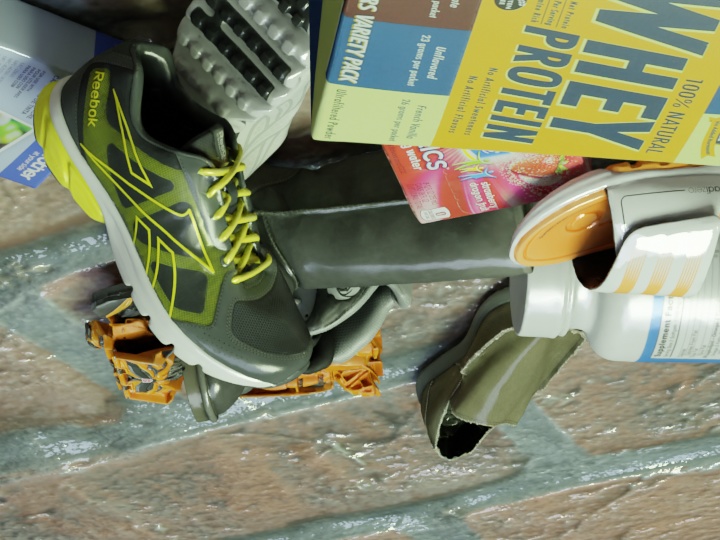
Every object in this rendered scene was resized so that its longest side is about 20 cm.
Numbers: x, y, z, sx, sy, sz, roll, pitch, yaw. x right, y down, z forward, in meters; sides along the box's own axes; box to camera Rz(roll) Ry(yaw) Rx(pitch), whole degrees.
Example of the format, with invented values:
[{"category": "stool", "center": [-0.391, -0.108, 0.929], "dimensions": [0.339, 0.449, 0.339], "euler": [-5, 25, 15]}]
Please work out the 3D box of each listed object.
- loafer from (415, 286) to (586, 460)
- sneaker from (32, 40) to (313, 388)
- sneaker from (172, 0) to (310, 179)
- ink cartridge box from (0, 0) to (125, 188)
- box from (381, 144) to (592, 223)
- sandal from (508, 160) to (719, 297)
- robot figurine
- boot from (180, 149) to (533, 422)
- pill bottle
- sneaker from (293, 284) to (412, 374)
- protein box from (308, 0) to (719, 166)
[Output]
[{"category": "loafer", "center": [0.100, 0.073, 1.402], "dimensions": [0.074, 0.070, 0.200], "euler": [10, 149, -19]}, {"category": "sneaker", "center": [-0.086, -0.028, 1.050], "dimensions": [0.084, 0.074, 0.200], "euler": [-36, 96, 38]}, {"category": "sneaker", "center": [-0.061, -0.101, 1.099], "dimensions": [0.081, 0.075, 0.200], "euler": [-23, 161, -47]}, {"category": "ink cartridge box", "center": [-0.208, -0.103, 1.111], "dimensions": [0.199, 0.042, 0.119], "euler": [17, 147, -32]}, {"category": "box", "center": [0.051, -0.117, 1.030], "dimensions": [0.099, 0.096, 0.200], "euler": [-10, 150, 12]}, {"category": "sandal", "center": [0.182, -0.022, 1.081], "dimensions": [0.204, 0.060, 0.079], "euler": [-11, 154, -9]}, {"category": "robot figurine", "center": [-0.084, 0.047, 1.358], "dimensions": [0.198, 0.059, 0.145], "euler": [-2, 154, 2]}, {"category": "boot", "center": [0.000, 0.000, 1.165], "dimensions": [0.198, 0.184, 0.073], "euler": [2, 156, 5]}, {"category": "pill bottle", "center": [0.192, -0.001, 1.229], "dimensions": [0.198, 0.113, 0.113], "euler": [2, 151, -3]}, {"category": "sneaker", "center": [-0.059, 0.010, 1.236], "dimensions": [0.198, 0.117, 0.075], "euler": [-11, 150, 17]}, {"category": "protein box", "center": [0.084, -0.164, 0.840], "dimensions": [0.198, 0.200, 0.135], "euler": [3, 151, -8]}]
